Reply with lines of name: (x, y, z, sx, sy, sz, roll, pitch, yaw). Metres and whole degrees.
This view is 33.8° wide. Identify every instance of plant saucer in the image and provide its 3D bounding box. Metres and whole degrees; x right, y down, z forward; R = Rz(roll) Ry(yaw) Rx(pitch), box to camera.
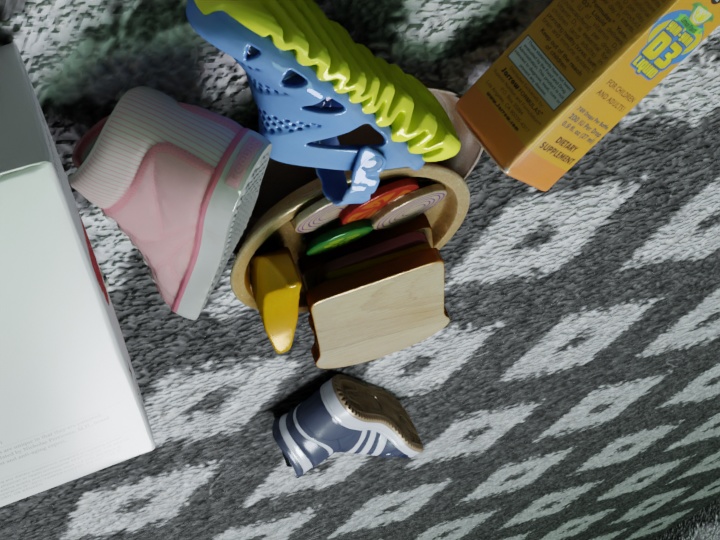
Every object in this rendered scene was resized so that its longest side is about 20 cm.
plant saucer: (-0.009, -0.071, 0.818, 0.198, 0.032, 0.201, -21, 156, -10)

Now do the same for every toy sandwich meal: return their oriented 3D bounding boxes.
toy sandwich meal: (0.000, 0.000, 0.846, 0.203, 0.071, 0.206, -20, 156, -9)

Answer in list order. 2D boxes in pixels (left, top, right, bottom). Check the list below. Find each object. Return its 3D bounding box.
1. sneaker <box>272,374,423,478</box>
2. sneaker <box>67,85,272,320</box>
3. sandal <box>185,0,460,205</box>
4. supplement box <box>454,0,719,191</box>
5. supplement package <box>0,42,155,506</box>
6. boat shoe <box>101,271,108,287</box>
sneaker: (-0.017, 0.176, 1.262, 0.108, 0.070, 0.200, -35, 147, 14)
sneaker: (-0.119, -0.043, 0.711, 0.104, 0.076, 0.200, 25, 154, -2)
sandal: (-0.026, -0.093, 0.664, 0.087, 0.080, 0.199, -40, 137, 18)
supplement box: (0.156, -0.144, 0.743, 0.200, 0.069, 0.066, -47, 149, 19)
supplement package: (-0.197, 0.009, 0.620, 0.119, 0.122, 0.201, -19, 132, -10)
boat shoe: (-0.252, 0.032, 0.763, 0.199, 0.063, 0.074, -26, -174, -36)
